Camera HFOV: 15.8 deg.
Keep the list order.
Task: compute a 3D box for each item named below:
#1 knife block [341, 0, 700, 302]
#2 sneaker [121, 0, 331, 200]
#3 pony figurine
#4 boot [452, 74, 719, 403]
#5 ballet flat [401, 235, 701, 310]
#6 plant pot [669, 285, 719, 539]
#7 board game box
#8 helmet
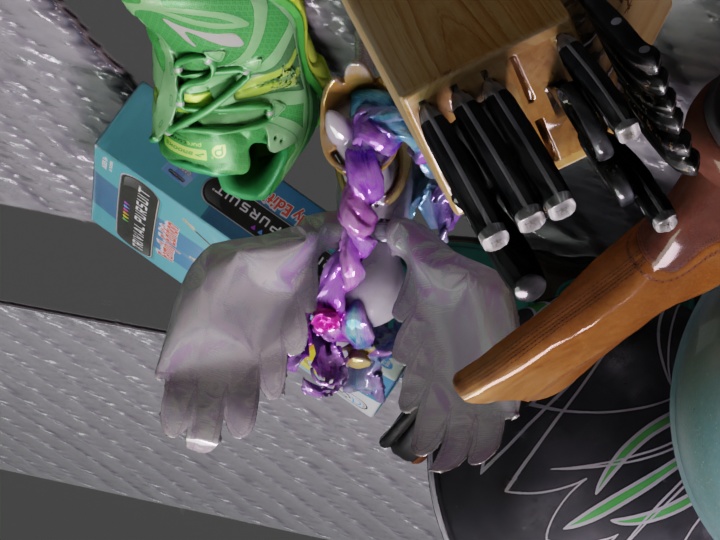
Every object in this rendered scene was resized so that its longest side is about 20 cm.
[{"bbox_3d":[0.036,-0.067,0.970,0.200,0.176,0.064,7,139,34],"label":"knife block"},{"bbox_3d":[-0.061,-0.088,1.189,0.074,0.084,0.200,11,163,21],"label":"sneaker"},{"bbox_3d":[0.000,0.000,1.221,0.166,0.193,0.200,5,171,6],"label":"pony figurine"},{"bbox_3d":[0.114,-0.011,1.062,0.200,0.069,0.188,-34,173,24],"label":"boot"},{"bbox_3d":[0.110,0.023,1.439,0.200,0.068,0.068,8,176,30],"label":"ballet flat"},{"bbox_3d":[0.230,0.060,1.127,0.200,0.201,0.134,14,179,11],"label":"plant pot"},{"bbox_3d":[-0.054,-0.007,1.422,0.200,0.047,0.151,35,165,3],"label":"board game box"},{"bbox_3d":[0.116,0.103,1.302,0.200,0.200,0.191,21,166,-15],"label":"helmet"}]
